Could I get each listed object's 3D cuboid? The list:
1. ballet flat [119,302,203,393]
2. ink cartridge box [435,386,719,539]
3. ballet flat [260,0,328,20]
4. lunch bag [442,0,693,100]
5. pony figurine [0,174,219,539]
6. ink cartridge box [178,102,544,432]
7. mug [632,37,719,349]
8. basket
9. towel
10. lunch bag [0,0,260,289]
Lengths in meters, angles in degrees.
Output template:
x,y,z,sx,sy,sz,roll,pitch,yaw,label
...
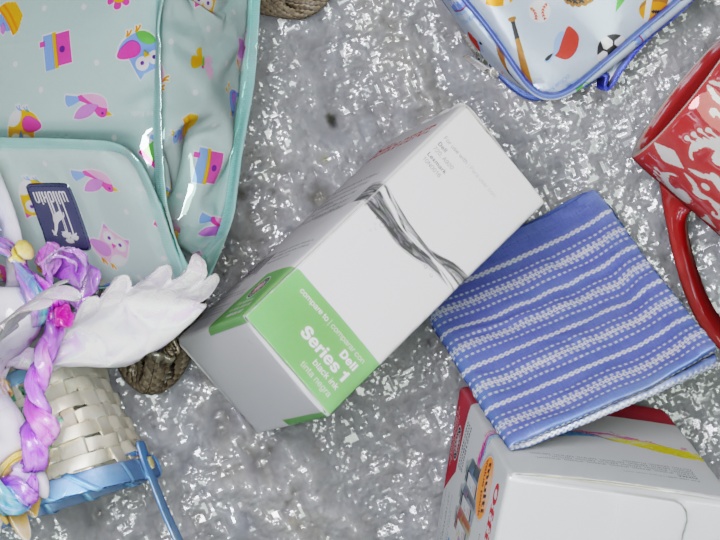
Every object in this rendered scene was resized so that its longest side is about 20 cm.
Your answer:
x,y,z,sx,sy,sz,roll,pitch,yaw,label
-0.121,-0.020,1.660,0.067,0.046,0.200,11,93,-7,ballet flat
0.133,0.173,1.626,0.144,0.200,0.146,8,101,-8,ink cartridge box
-0.114,-0.200,1.657,0.200,0.046,0.067,14,91,-8,ballet flat
0.141,-0.206,1.676,0.200,0.076,0.160,-39,100,-4,lunch bag
-0.203,0.032,1.510,0.193,0.166,0.200,-49,63,31,pony figurine
0.000,0.000,1.610,0.200,0.146,0.084,-43,98,-19,ink cartridge box
0.272,-0.037,1.677,0.200,0.133,0.178,39,87,-5,mug
-0.206,0.152,1.617,0.176,0.139,0.200,-22,88,9,basket
0.124,0.027,1.636,0.145,0.200,0.024,-23,125,-5,towel
-0.160,-0.085,1.585,0.170,0.122,0.200,1,85,32,lunch bag
